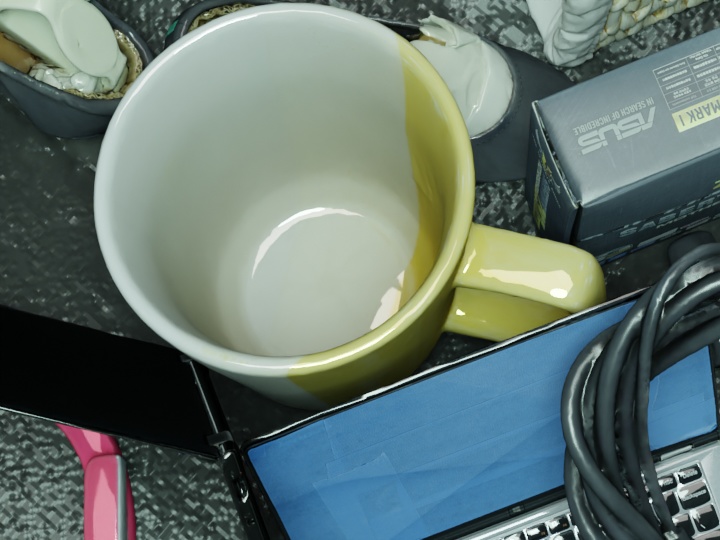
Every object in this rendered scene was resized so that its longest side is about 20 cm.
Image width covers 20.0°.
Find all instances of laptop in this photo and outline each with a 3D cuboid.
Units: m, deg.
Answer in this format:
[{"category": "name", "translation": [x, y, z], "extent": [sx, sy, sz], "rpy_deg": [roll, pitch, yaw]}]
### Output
[{"category": "laptop", "translation": [-0.100, 0.091, 0.788], "extent": [0.115, 0.187, 0.202], "rpy_deg": [-20, 102, -5]}, {"category": "laptop", "translation": [0.075, 0.127, 0.817], "extent": [0.186, 0.116, 0.202], "rpy_deg": [-20, 89, 0]}]

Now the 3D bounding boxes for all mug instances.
[{"category": "mug", "translation": [-0.010, 0.002, 0.844], "extent": [0.149, 0.153, 0.187], "rpy_deg": [-42, 72, -7]}]

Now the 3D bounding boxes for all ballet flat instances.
[{"category": "ballet flat", "translation": [0.006, -0.085, 0.910], "extent": [0.198, 0.073, 0.074], "rpy_deg": [12, 80, 6]}, {"category": "ballet flat", "translation": [-0.162, -0.123, 0.863], "extent": [0.073, 0.200, 0.074], "rpy_deg": [-26, 45, 29]}]

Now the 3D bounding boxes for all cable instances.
[{"category": "cable", "translation": [0.161, 0.081, 0.744], "extent": [0.162, 0.051, 0.201], "rpy_deg": [-13, 110, 24]}]

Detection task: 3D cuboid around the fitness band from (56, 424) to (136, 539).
[{"category": "fitness band", "translation": [-0.171, 0.136, 0.898], "extent": [0.142, 0.037, 0.202], "rpy_deg": [0, 78, 7]}]

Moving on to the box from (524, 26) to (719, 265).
[{"category": "box", "translation": [0.167, -0.066, 0.850], "extent": [0.199, 0.158, 0.051], "rpy_deg": [-22, 78, -1]}]

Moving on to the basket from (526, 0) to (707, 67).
[{"category": "basket", "translation": [0.122, -0.227, 0.867], "extent": [0.160, 0.198, 0.201], "rpy_deg": [-22, 78, -5]}]

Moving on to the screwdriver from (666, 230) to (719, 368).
[{"category": "screwdriver", "translation": [0.176, 0.077, 0.885], "extent": [0.029, 0.028, 0.202], "rpy_deg": [-9, 73, -27]}]
